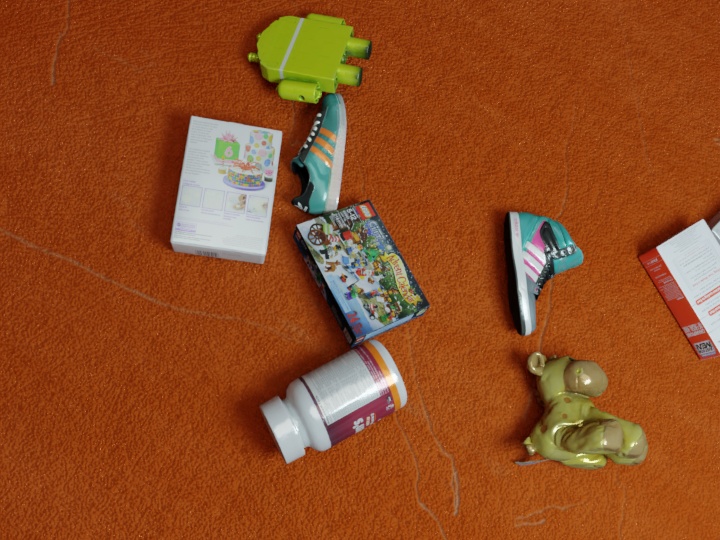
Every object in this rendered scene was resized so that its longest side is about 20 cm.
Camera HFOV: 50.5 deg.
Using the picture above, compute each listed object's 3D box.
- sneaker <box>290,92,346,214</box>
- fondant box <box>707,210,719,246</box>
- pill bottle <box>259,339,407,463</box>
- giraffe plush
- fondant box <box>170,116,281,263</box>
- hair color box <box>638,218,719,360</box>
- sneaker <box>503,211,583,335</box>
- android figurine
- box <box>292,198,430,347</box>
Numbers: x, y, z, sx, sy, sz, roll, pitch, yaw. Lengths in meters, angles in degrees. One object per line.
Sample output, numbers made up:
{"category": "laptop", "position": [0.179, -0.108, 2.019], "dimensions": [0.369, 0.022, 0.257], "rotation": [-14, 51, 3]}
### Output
{"category": "sneaker", "position": [-0.068, -0.191, 1.213], "dimensions": [0.078, 0.071, 0.204], "rotation": [7, 77, -12]}
{"category": "fondant box", "position": [0.699, -0.069, 1.321], "dimensions": [0.199, 0.058, 0.145], "rotation": [-40, 86, -17]}
{"category": "pill bottle", "position": [-0.040, 0.192, 1.110], "dimensions": [0.197, 0.110, 0.111], "rotation": [-27, 82, -14]}
{"category": "giraffe plush", "position": [0.327, 0.206, 1.164], "dimensions": [0.196, 0.172, 0.165], "rotation": [-9, 64, 24]}
{"category": "fondant box", "position": [-0.205, -0.123, 1.174], "dimensions": [0.141, 0.058, 0.204], "rotation": [8, 77, -8]}
{"category": "hair color box", "position": [0.570, 0.032, 1.273], "dimensions": [0.110, 0.064, 0.202], "rotation": [-27, 81, -15]}
{"category": "sneaker", "position": [0.298, 0.002, 1.228], "dimensions": [0.118, 0.084, 0.204], "rotation": [-2, 76, 0]}
{"category": "android figurine", "position": [-0.085, -0.351, 1.241], "dimensions": [0.196, 0.041, 0.185], "rotation": [10, 61, 9]}
{"category": "box", "position": [0.000, 0.000, 1.166], "dimensions": [0.135, 0.038, 0.202], "rotation": [-21, 71, -25]}
